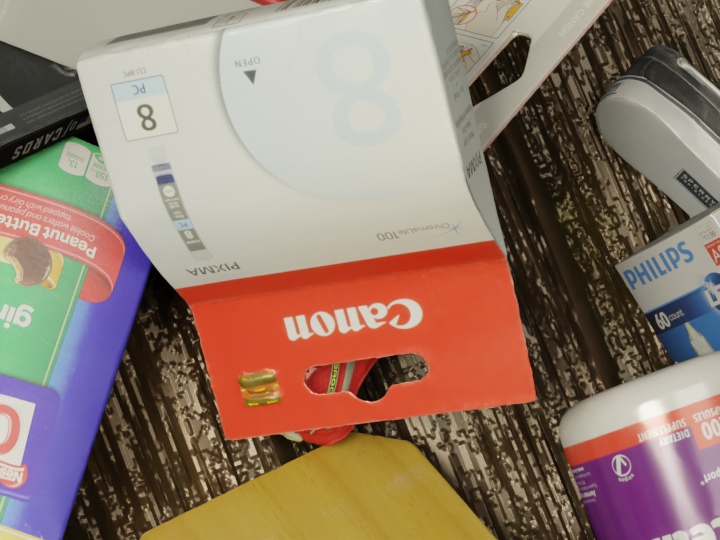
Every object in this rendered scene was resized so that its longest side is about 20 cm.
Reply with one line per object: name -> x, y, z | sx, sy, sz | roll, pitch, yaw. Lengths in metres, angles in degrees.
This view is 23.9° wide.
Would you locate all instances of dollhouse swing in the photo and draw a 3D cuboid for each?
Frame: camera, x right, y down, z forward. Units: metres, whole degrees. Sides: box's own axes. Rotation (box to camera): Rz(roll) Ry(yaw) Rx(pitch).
dollhouse swing -> 0.000, 0.213, 0.823 | 0.200, 0.176, 0.182 | -24, 126, -27

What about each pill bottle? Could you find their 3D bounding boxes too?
pill bottle -> 0.185, 0.148, 0.876 | 0.112, 0.112, 0.200 | -16, 81, -26

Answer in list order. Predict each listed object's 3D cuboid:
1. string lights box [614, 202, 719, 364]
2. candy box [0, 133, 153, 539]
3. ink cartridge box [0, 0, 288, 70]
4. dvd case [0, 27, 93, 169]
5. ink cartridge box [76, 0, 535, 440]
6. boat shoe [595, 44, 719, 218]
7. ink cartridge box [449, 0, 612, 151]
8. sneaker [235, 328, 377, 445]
string lights box -> 0.235, 0.057, 0.930 | 0.059, 0.103, 0.200 | -30, 87, -27
candy box -> -0.196, 0.024, 0.772 | 0.169, 0.077, 0.200 | 22, 67, -15
ink cartridge box -> -0.089, -0.179, 0.833 | 0.144, 0.084, 0.200 | 21, 43, -19
dvd case -> -0.199, -0.137, 0.797 | 0.200, 0.025, 0.150 | 44, 39, 10
ink cartridge box -> -0.022, -0.017, 0.748 | 0.047, 0.160, 0.200 | -49, 127, -65
boat shoe -> 0.227, -0.049, 0.981 | 0.200, 0.072, 0.068 | 42, 65, 2
ink cartridge box -> 0.021, -0.102, 0.863 | 0.176, 0.045, 0.200 | 23, 58, 33
sneaker -> 0.000, 0.000, 0.878 | 0.085, 0.077, 0.200 | 41, 64, -29
